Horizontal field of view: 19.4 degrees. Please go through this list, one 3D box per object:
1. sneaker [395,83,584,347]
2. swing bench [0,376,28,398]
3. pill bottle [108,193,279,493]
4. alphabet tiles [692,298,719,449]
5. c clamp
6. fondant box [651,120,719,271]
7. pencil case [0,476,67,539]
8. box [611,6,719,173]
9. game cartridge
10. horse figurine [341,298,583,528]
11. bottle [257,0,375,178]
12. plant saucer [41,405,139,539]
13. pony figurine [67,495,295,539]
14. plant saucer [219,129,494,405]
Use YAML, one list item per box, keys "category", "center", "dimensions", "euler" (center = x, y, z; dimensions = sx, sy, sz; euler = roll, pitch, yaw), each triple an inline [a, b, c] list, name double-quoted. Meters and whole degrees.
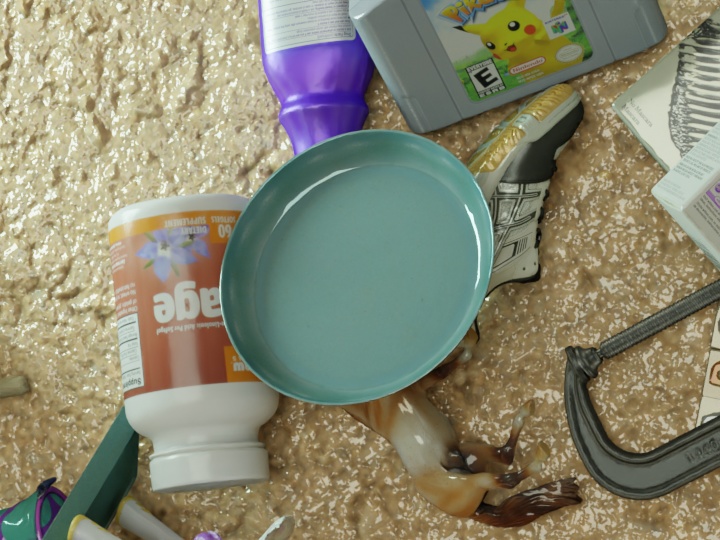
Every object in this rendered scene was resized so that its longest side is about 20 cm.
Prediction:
- category: "sneaker"
  center: [0.102, -0.036, 1.474]
  dimensions: [0.087, 0.076, 0.200]
  euler: [38, 91, -7]
- category: "swing bench"
  center: [-0.386, 0.066, 1.531]
  dimensions: [0.199, 0.199, 0.131]
  euler: [-27, 76, 11]
- category: "pill bottle"
  center: [-0.116, 0.054, 1.497]
  dimensions: [0.111, 0.112, 0.202]
  euler: [-9, 81, 15]
- category: "alphabet tiles"
  center: [0.323, 0.034, 1.422]
  dimensions: [0.166, 0.008, 0.202]
  euler: [9, 87, 18]
- category: "c clamp"
  center: [0.220, 0.054, 1.437]
  dimensions: [0.199, 0.027, 0.172]
  euler: [-34, 80, 9]
- category: "fondant box"
  center: [0.310, -0.066, 1.364]
  dimensions: [0.200, 0.058, 0.144]
  euler: [-44, 110, 1]
- category: "pencil case"
  center: [-0.293, 0.226, 1.539]
  dimensions: [0.199, 0.092, 0.086]
  euler: [-23, 88, 14]
- category: "box"
  center: [0.272, -0.145, 1.427]
  dimensions: [0.200, 0.068, 0.082]
  euler: [-43, 74, 8]
- category: "game cartridge"
  center: [0.100, -0.180, 1.456]
  dimensions: [0.199, 0.134, 0.041]
  euler: [-21, 37, 14]
- category: "horse figurine"
  center: [0.059, 0.110, 1.456]
  dimensions: [0.200, 0.050, 0.133]
  euler: [48, 128, 7]
- category: "bottle"
  center: [-0.030, -0.162, 1.522]
  dimensions: [0.083, 0.065, 0.202]
  euler: [-8, 81, 16]
- category: "plant saucer"
  center: [-0.197, 0.183, 1.464]
  dimensions: [0.019, 0.200, 0.070]
  euler: [16, 129, 10]
- category: "pony figurine"
  center: [-0.101, 0.222, 1.421]
  dimensions: [0.199, 0.193, 0.168]
  euler: [19, 95, 12]
- category: "plant saucer"
  center: [0.000, 0.000, 1.425]
  dimensions: [0.199, 0.027, 0.202]
  euler: [-9, 65, 19]
